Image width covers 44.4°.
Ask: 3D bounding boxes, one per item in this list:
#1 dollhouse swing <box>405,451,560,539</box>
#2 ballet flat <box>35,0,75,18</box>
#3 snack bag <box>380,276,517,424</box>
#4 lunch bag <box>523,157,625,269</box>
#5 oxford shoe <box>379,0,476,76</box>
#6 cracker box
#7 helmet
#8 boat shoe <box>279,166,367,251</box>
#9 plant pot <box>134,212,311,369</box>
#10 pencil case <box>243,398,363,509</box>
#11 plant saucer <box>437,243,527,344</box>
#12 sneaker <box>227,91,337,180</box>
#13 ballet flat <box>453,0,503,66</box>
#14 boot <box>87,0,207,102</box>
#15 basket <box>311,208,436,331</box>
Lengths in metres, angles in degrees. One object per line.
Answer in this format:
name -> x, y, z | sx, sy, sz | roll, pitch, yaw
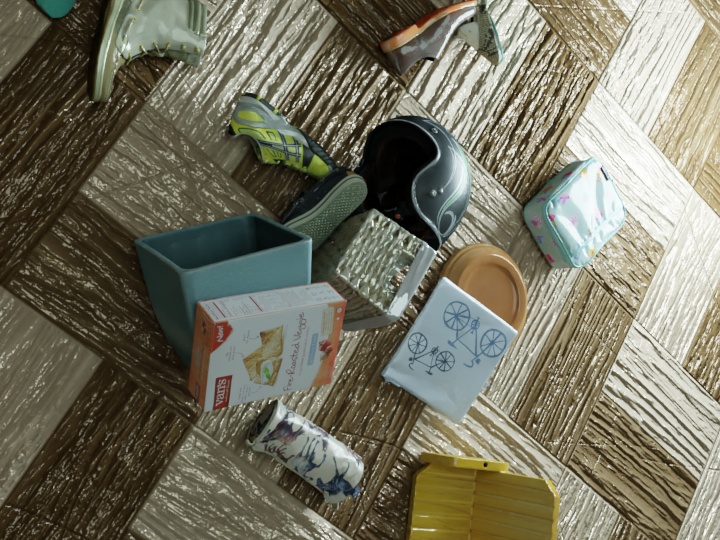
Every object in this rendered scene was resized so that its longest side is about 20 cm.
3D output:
dollhouse swing -> 0.198, 0.415, 1.442 | 0.179, 0.175, 0.204 | 12, 81, -28
ballet flat -> -0.405, -0.455, 1.230 | 0.066, 0.070, 0.204 | 19, 77, -27
snack bag -> 0.154, 0.141, 1.503 | 0.187, 0.021, 0.202 | 33, 88, -23
lunch bag -> 0.411, -0.106, 1.661 | 0.199, 0.077, 0.162 | -41, 105, -26
oxford shoe -> 0.126, -0.405, 1.531 | 0.198, 0.071, 0.074 | -32, 107, -15
cracker box -> -0.122, 0.098, 1.165 | 0.197, 0.058, 0.136 | -8, 123, -33
helmet -> 0.086, -0.143, 1.418 | 0.199, 0.199, 0.193 | 32, 62, -23
boat shoe -> -0.077, -0.085, 1.368 | 0.199, 0.063, 0.075 | -41, 138, 7
plant pot -> -0.185, 0.051, 1.250 | 0.194, 0.195, 0.204 | -16, 111, -29
pencil case -> -0.085, 0.279, 1.348 | 0.199, 0.077, 0.090 | 39, 54, -22
plant saucer -> 0.223, 0.052, 1.565 | 0.197, 0.037, 0.204 | 3, 84, -29
sneaker -> -0.120, -0.190, 1.379 | 0.199, 0.075, 0.077 | 36, 84, -15
ballet flat -> 0.203, -0.461, 1.588 | 0.074, 0.068, 0.204 | -8, 84, -8
boot -> -0.305, -0.320, 1.278 | 0.153, 0.072, 0.204 | 17, 77, -30
basket -> 0.000, 0.000, 1.353 | 0.123, 0.199, 0.137 | 38, 69, -16
